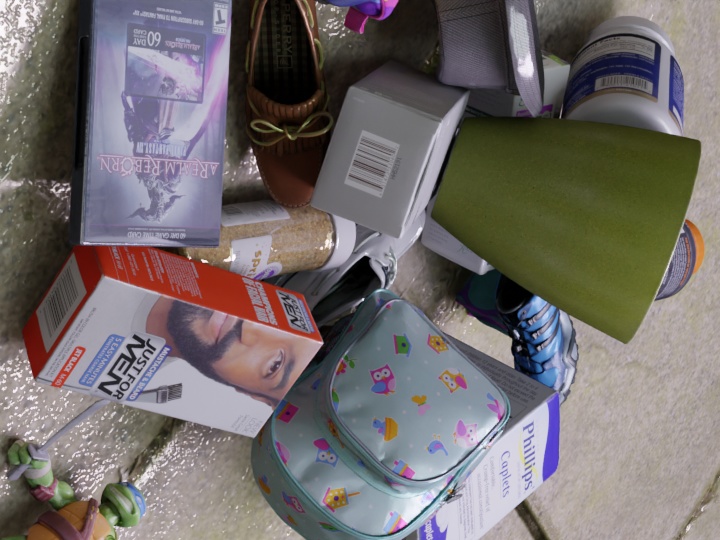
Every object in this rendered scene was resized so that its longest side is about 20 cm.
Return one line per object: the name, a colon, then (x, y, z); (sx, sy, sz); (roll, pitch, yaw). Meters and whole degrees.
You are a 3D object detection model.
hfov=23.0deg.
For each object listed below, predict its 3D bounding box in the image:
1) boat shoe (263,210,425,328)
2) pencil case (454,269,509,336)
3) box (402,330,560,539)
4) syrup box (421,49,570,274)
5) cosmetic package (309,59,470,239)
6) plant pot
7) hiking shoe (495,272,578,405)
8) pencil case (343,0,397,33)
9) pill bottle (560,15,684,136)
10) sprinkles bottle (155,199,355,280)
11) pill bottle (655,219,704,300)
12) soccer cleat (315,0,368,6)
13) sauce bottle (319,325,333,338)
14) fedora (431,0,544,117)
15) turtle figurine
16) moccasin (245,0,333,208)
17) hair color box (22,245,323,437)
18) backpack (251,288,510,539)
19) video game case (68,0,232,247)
boat shoe: (0.000, 0.000, 1.578); (0.200, 0.067, 0.074); (-37, 137, -31)
pencil case: (0.172, -0.034, 1.752); (0.085, 0.092, 0.201); (28, 91, -21)
box: (0.057, 0.165, 1.654); (0.200, 0.184, 0.105); (-35, 135, -32)
syrup box: (0.125, -0.108, 1.652); (0.079, 0.081, 0.201); (-17, 126, -46)
cosmetic package: (0.028, -0.104, 1.458); (0.200, 0.090, 0.107); (-45, 155, -71)
plant pot: (0.169, -0.058, 1.537); (0.187, 0.199, 0.188); (20, 90, -88)
hiking shoe: (0.156, 0.044, 1.667); (0.086, 0.074, 0.201); (-8, 107, -38)
pencil case: (0.045, -0.288, 1.434); (0.200, 0.088, 0.089); (-47, 141, -21)
pill bottle: (0.251, -0.158, 1.683); (0.200, 0.115, 0.116); (-72, 164, -55)
sprinkles bottle: (-0.093, -0.023, 1.450); (0.200, 0.068, 0.069); (-10, 120, -47)
pill bottle: (0.289, -0.015, 1.889); (0.200, 0.106, 0.107); (-9, 119, -48)
soccer cleat: (-0.048, -0.274, 1.297); (0.200, 0.084, 0.065); (43, 54, -31)
sauce bottle: (-0.047, 0.085, 1.577); (0.200, 0.065, 0.065); (-15, 123, -44)
fedora: (0.101, -0.211, 1.491); (0.200, 0.090, 0.178); (-55, 136, -78)
turtle figurine: (-0.241, 0.206, 1.355); (0.194, 0.200, 0.144); (-36, 102, -26)
moccasin: (-0.056, -0.140, 1.398); (0.078, 0.073, 0.202); (-86, -179, -61)
hair color box: (-0.143, 0.051, 1.355); (0.199, 0.064, 0.111); (17, 121, -34)
backpack: (0.012, 0.134, 1.474); (0.200, 0.176, 0.153); (-47, -179, -21)
video game case: (-0.153, -0.118, 1.307); (0.143, 0.019, 0.201); (0, 93, -51)
